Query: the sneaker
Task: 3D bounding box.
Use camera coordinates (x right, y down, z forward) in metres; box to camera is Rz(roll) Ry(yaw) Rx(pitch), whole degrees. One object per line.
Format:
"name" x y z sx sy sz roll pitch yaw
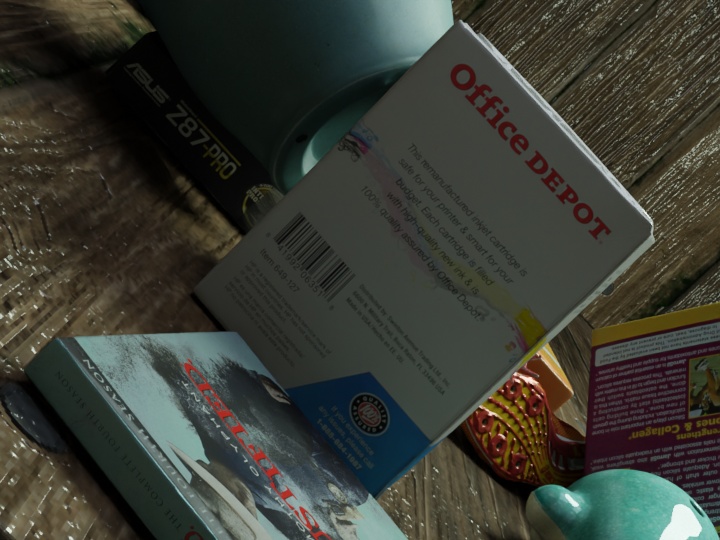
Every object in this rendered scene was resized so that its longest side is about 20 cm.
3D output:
"sneaker" 0.118 0.125 1.076 0.077 0.073 0.200 23 -14 44

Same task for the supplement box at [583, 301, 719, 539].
"supplement box" 0.244 0.140 1.058 0.103 0.130 0.202 40 48 -40

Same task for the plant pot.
"plant pot" -0.026 -0.153 0.891 0.200 0.199 0.190 31 30 -61

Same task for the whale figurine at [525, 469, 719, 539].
"whale figurine" 0.171 0.187 0.880 0.159 0.104 0.200 49 9 8

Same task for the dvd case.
"dvd case" -0.042 0.085 0.568 0.146 0.022 0.200 50 10 11

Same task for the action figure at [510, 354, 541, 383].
"action figure" 0.092 0.015 0.995 0.098 0.202 0.065 14 -21 12

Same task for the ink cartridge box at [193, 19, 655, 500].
"ink cartridge box" 0.043 -0.005 0.779 0.148 0.200 0.145 48 9 8

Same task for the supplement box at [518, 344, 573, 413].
"supplement box" 0.141 0.081 1.323 0.069 0.066 0.200 45 10 -13

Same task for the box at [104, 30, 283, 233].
"box" -0.096 -0.102 1.029 0.162 0.049 0.200 50 10 -6
